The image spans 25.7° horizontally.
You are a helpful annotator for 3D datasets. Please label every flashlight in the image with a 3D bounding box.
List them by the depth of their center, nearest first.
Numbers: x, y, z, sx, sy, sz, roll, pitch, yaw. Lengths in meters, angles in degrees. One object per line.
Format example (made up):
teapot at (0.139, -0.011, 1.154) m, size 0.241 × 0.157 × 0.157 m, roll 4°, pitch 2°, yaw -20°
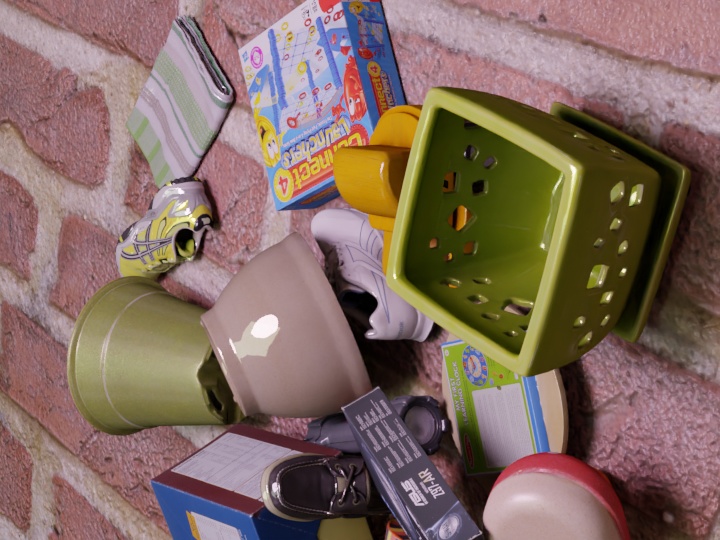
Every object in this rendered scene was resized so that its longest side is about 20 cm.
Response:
flashlight at (0.015, 0.171, 1.691) m, size 0.200 × 0.068 × 0.068 m, roll -16°, pitch 47°, yaw 60°

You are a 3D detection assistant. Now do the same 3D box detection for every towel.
towel at (-0.233, -0.202, 1.984) m, size 0.200 × 0.031 × 0.149 m, roll -55°, pitch 53°, yaw 40°

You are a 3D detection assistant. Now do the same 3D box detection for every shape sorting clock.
shape sorting clock at (0.141, 0.129, 1.551) m, size 0.200 × 0.039 × 0.200 m, roll 16°, pitch 110°, yaw 53°

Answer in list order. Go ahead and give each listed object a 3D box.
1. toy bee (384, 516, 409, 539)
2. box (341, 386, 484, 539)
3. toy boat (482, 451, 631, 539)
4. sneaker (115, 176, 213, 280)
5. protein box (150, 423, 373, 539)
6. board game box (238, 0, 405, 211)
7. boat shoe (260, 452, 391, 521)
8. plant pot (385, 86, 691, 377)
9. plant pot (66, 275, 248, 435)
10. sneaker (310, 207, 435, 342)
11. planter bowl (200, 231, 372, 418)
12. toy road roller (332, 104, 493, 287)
toy bee at (0.077, 0.302, 1.603) m, size 0.200 × 0.109 × 0.131 m, roll -3°, pitch 91°, yaw 52°
box at (0.063, 0.229, 1.499) m, size 0.200 × 0.044 × 0.160 m, roll 54°, pitch 170°, yaw 40°
toy boat at (0.194, 0.234, 1.441) m, size 0.130 × 0.131 × 0.200 m, roll 2°, pitch 135°, yaw 26°
sneaker at (-0.250, -0.032, 1.994) m, size 0.200 × 0.075 × 0.076 m, roll -52°, pitch 55°, yaw 43°
protein box at (-0.100, 0.300, 1.753) m, size 0.200 × 0.135 × 0.199 m, roll 8°, pitch 122°, yaw 51°
board game box at (-0.040, -0.187, 1.722) m, size 0.200 × 0.056 × 0.196 m, roll -26°, pitch 75°, yaw 50°
boat shoe at (-0.013, 0.222, 1.635) m, size 0.066 × 0.201 × 0.072 m, roll -18°, pitch 70°, yaw 43°
plant pot at (0.165, -0.042, 1.386) m, size 0.200 × 0.181 × 0.199 m, roll 35°, pitch 121°, yaw 44°
plant pot at (-0.217, 0.115, 1.903) m, size 0.190 × 0.200 × 0.200 m, roll 7°, pitch 101°, yaw 39°
sneaker at (0.000, 0.000, 1.674) m, size 0.200 × 0.087 × 0.075 m, roll 49°, pitch 131°, yaw 37°
planter bowl at (-0.088, 0.077, 1.687) m, size 0.200 × 0.135 × 0.200 m, roll 63°, pitch 172°, yaw 16°
toy road roller at (0.050, -0.063, 1.554) m, size 0.123 × 0.146 × 0.200 m, roll 12°, pitch 104°, yaw 51°
